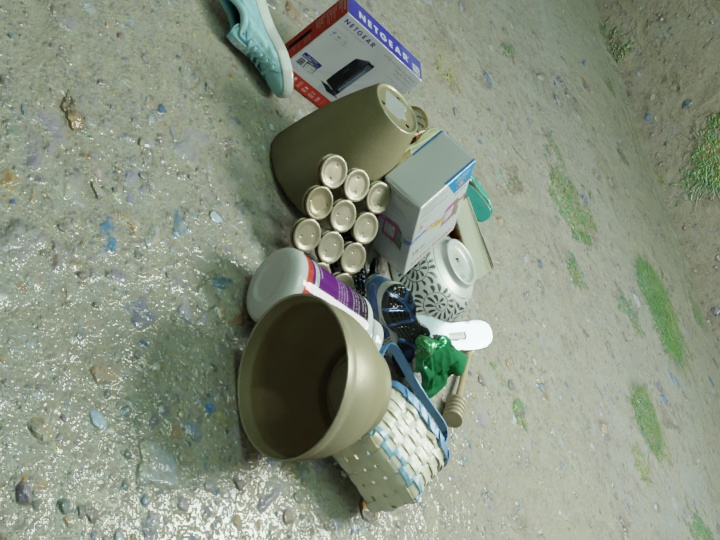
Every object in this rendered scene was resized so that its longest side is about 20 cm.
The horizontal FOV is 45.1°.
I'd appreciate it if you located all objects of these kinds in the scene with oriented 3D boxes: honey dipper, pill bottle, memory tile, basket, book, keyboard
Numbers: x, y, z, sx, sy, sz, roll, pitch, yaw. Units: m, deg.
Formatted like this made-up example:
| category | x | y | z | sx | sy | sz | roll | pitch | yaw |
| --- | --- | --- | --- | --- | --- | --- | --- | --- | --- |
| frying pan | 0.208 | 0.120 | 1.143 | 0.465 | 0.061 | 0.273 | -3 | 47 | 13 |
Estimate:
| category | x | y | z | sx | sy | sz | roll | pitch | yaw |
| --- | --- | --- | --- | --- | --- | --- | --- | --- | --- |
| honey dipper | 0.181 | 0.197 | 1.529 | 0.038 | 0.038 | 0.201 | 51 | 33 | -17 |
| pill bottle | -0.058 | 0.061 | 1.218 | 0.199 | 0.111 | 0.114 | 35 | 42 | -35 |
| memory tile | -0.039 | -0.060 | 1.305 | 0.152 | 0.017 | 0.204 | 23 | 90 | -41 |
| basket | 0.047 | 0.222 | 1.227 | 0.178 | 0.138 | 0.200 | 56 | 41 | -11 |
| book | 0.181 | -0.096 | 1.630 | 0.134 | 0.047 | 0.202 | 59 | -3 | 45 |
| keyboard | 0.000 | 0.000 | 1.410 | 0.103 | 0.039 | 0.204 | 25 | 49 | -43 |

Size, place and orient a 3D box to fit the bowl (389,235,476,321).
| category | x | y | z | sx | sy | sz | roll | pitch | yaw |
| --- | --- | --- | --- | --- | --- | --- | --- | --- | --- |
| bowl | 0.147 | 0.002 | 1.565 | 0.199 | 0.093 | 0.205 | 33 | 44 | -37 |

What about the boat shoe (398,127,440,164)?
| category | x | y | z | sx | sy | sz | roll | pitch | yaw |
| --- | --- | --- | --- | --- | --- | --- | --- | --- | --- |
| boat shoe | 0.103 | -0.184 | 1.536 | 0.200 | 0.066 | 0.075 | -46 | 151 | -30 |

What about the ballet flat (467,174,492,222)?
| category | x | y | z | sx | sy | sz | roll | pitch | yaw |
| --- | --- | --- | --- | --- | --- | --- | --- | --- | --- |
| ballet flat | 0.209 | -0.190 | 1.826 | 0.201 | 0.067 | 0.071 | 53 | 10 | -16 |

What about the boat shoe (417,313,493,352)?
| category | x | y | z | sx | sy | sz | roll | pitch | yaw |
| --- | --- | --- | --- | --- | --- | --- | --- | --- | --- |
| boat shoe | 0.131 | 0.112 | 1.489 | 0.195 | 0.068 | 0.076 | -5 | 81 | -30 |

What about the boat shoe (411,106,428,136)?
| category | x | y | z | sx | sy | sz | roll | pitch | yaw |
| --- | --- | --- | --- | --- | --- | --- | --- | --- | --- |
| boat shoe | 0.027 | -0.241 | 1.549 | 0.195 | 0.065 | 0.075 | -12 | 76 | -20 |

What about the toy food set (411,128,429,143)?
| category | x | y | z | sx | sy | sz | roll | pitch | yaw |
| --- | --- | --- | --- | --- | --- | --- | --- | --- | --- |
| toy food set | 0.091 | -0.257 | 1.675 | 0.196 | 0.049 | 0.202 | -2 | 56 | -58 |

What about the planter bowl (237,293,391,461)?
| category | x | y | z | sx | sy | sz | roll | pitch | yaw |
| --- | --- | --- | --- | --- | --- | --- | --- | --- | --- |
| planter bowl | -0.045 | 0.144 | 1.099 | 0.133 | 0.198 | 0.205 | 20 | 52 | -45 |

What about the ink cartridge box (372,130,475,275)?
| category | x | y | z | sx | sy | sz | roll | pitch | yaw |
| --- | --- | --- | --- | --- | --- | --- | --- | --- | --- |
| ink cartridge box | 0.102 | -0.108 | 1.441 | 0.084 | 0.201 | 0.144 | 41 | 64 | 17 |

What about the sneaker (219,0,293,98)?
| category | x | y | z | sx | sy | sz | roll | pitch | yaw |
| --- | --- | --- | --- | --- | --- | --- | --- | --- | --- |
| sneaker | -0.177 | -0.370 | 1.411 | 0.081 | 0.074 | 0.204 | -25 | 93 | -27 |

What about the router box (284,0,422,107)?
| category | x | y | z | sx | sy | sz | roll | pitch | yaw |
| --- | --- | --- | --- | --- | --- | --- | --- | --- | --- |
| router box | -0.021 | -0.353 | 1.498 | 0.198 | 0.178 | 0.050 | 32 | 43 | -37 |

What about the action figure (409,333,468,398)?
| category | x | y | z | sx | sy | sz | roll | pitch | yaw |
| --- | --- | --- | --- | --- | --- | --- | --- | --- | --- |
| action figure | 0.112 | 0.139 | 1.342 | 0.054 | 0.118 | 0.201 | 40 | -10 | 22 |

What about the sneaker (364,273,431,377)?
| category | x | y | z | sx | sy | sz | roll | pitch | yaw |
| --- | --- | --- | --- | --- | --- | --- | --- | --- | --- |
| sneaker | 0.058 | 0.085 | 1.369 | 0.075 | 0.077 | 0.203 | -31 | 131 | -20 |

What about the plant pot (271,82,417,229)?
| category | x | y | z | sx | sy | sz | roll | pitch | yaw |
| --- | --- | --- | --- | --- | --- | --- | --- | --- | --- |
| plant pot | -0.011 | -0.200 | 1.371 | 0.186 | 0.199 | 0.190 | 32 | 39 | -31 |
